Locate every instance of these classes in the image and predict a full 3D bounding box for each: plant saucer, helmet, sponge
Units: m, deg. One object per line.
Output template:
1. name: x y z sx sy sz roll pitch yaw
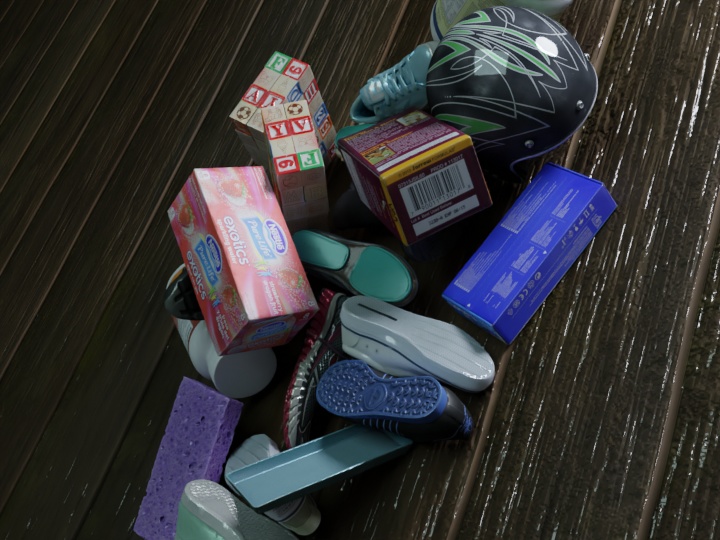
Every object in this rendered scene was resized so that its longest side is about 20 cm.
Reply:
1. plant saucer: -0.041 0.205 1.091 0.198 0.019 0.070 -16 27 -31
2. helmet: 0.173 -0.212 1.201 0.197 0.191 0.203 -1 74 4
3. sponge: -0.210 0.240 1.251 0.111 0.030 0.203 12 83 49

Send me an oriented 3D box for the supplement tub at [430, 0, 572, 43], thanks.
1. supplement tub: 0.188 -0.353 1.297 0.200 0.143 0.147 129 159 -55

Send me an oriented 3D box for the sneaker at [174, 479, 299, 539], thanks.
1. sneaker: -0.130 0.332 1.132 0.199 0.073 0.120 32 116 31

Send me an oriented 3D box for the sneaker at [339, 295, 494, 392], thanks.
1. sneaker: 0.062 0.094 1.149 0.198 0.072 0.073 26 39 32

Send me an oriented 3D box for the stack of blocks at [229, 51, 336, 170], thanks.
1. stack of blocks: -0.100 -0.192 1.432 0.058 0.200 0.116 25 73 23

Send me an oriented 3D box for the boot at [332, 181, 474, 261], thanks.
1. boot: 0.038 -0.070 1.287 0.198 0.066 0.165 6 34 41

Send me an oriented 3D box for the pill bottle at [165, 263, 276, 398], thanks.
1. pill bottle: -0.180 0.074 1.348 0.112 0.112 0.200 -43 39 3

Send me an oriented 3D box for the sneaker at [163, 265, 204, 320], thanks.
1. sneaker: -0.186 0.004 1.306 0.078 0.076 0.200 0 26 37

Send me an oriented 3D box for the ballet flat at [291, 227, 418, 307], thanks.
1. ballet flat: 0.000 0.000 1.246 0.198 0.073 0.074 22 72 35

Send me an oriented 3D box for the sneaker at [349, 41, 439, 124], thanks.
1. sneaker: 0.046 -0.240 1.383 0.200 0.081 0.075 -41 67 60

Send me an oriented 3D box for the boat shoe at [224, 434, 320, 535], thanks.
1. boat shoe: -0.102 0.246 1.164 0.072 0.062 0.200 -41 20 -8

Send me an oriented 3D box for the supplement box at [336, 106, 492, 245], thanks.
1. supplement box: 0.057 -0.114 1.183 0.109 0.087 0.200 -25 23 -7

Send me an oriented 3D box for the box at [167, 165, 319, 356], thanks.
1. box: -0.140 -0.014 1.212 0.095 0.102 0.202 -45 60 46

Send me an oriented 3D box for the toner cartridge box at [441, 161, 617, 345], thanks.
1. toner cartridge box: 0.188 -0.022 1.150 0.201 0.043 0.095 -51 38 -6

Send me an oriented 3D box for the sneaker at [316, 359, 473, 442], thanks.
1. sneaker: 0.035 0.149 1.118 0.199 0.078 0.071 6 61 49

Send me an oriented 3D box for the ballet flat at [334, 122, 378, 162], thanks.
1. ballet flat: 0.050 -0.166 1.385 0.198 0.064 0.076 10 65 44

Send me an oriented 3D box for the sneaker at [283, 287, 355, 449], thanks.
1. sneaker: -0.043 0.122 1.217 0.081 0.074 0.203 118 170 -76

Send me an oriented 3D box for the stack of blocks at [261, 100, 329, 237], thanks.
1. stack of blocks: -0.080 -0.103 1.326 0.058 0.201 0.116 -12 53 -7
